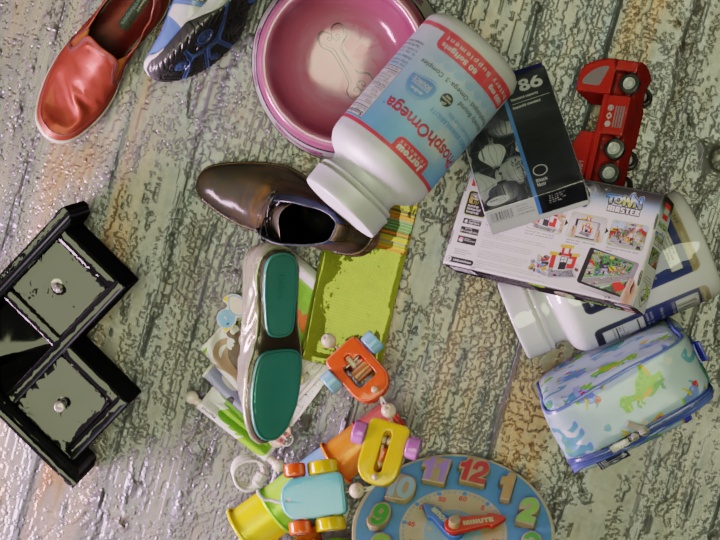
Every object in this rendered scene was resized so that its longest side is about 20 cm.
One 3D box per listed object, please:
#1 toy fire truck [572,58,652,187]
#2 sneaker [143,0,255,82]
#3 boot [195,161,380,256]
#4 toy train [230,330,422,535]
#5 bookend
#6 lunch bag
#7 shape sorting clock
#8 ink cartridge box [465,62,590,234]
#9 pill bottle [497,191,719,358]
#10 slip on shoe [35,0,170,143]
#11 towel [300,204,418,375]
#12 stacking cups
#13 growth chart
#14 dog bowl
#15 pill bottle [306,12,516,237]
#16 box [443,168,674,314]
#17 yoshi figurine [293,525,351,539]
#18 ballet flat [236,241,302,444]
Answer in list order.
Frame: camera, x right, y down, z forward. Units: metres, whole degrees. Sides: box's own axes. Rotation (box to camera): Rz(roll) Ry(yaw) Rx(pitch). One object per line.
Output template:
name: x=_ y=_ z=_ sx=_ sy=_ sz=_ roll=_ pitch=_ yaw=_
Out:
toy fire truck: x=0.198 y=-0.114 z=1.700 sx=0.140 sy=0.049 sz=0.201 roll=9 pitch=81 yaw=28
sneaker: x=-0.150 y=-0.273 z=1.717 sx=0.077 sy=0.076 sz=0.200 roll=42 pitch=97 yaw=22
boot: x=-0.084 y=-0.066 z=1.697 sx=0.199 sy=0.097 sz=0.075 roll=17 pitch=94 yaw=17
toy train: x=-0.025 y=0.165 z=1.707 sx=0.150 sy=0.056 sz=0.200 roll=43 pitch=86 yaw=12
bookend: x=-0.285 y=0.073 z=1.741 sx=0.199 sy=0.092 sz=0.200 roll=-45 pitch=92 yaw=7
lunch bag: x=0.253 y=0.113 z=1.652 sx=0.160 sy=0.200 sz=0.083 roll=-30 pitch=94 yaw=6
shape sorting clock: x=0.091 y=0.257 z=1.696 sx=0.198 sy=0.201 sz=0.039 roll=2 pitch=130 yaw=4
ink cartridge box: x=0.146 y=-0.130 z=1.653 sx=0.099 sy=0.201 sz=0.039 roll=-19 pitch=138 yaw=6
pill bottle: x=0.240 y=0.010 z=1.688 sx=0.199 sy=0.111 sz=0.112 roll=-23 pitch=94 yaw=6
slip on shoe: x=-0.261 y=-0.214 z=1.727 sx=0.074 sy=0.061 sz=0.200 roll=37 pitch=98 yaw=-2
towel: x=0.000 y=0.000 z=1.741 sx=0.085 sy=0.018 sz=0.201 roll=13 pitch=91 yaw=1
stacking cups: x=-0.038 y=0.211 z=1.757 sx=0.199 sy=0.061 sz=0.061 roll=-35 pitch=92 yaw=4
growth chart: x=-0.090 y=0.084 z=1.766 sx=0.144 sy=0.018 sz=0.201 roll=32 pitch=95 yaw=0
dog bowl: x=-0.013 y=-0.205 z=1.704 sx=0.199 sy=0.074 sz=0.202 roll=0 pitch=96 yaw=5
pill bottle: x=0.045 y=-0.133 z=1.610 sx=0.109 sy=0.109 sz=0.200 roll=40 pitch=85 yaw=-1
box: x=0.185 y=-0.034 z=1.636 sx=0.199 sy=0.035 sz=0.111 roll=14 pitch=82 yaw=29
yoshi figurine: x=0.034 y=0.301 z=1.754 sx=0.199 sy=0.113 sz=0.113 roll=-2 pitch=59 yaw=17
ballet flat: x=-0.093 y=0.070 z=1.730 sx=0.067 sy=0.062 sz=0.202 roll=3 pitch=94 yaw=-33
